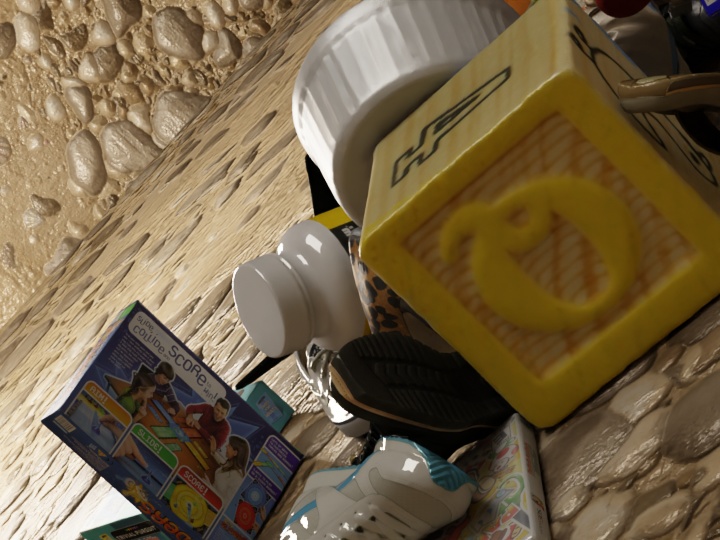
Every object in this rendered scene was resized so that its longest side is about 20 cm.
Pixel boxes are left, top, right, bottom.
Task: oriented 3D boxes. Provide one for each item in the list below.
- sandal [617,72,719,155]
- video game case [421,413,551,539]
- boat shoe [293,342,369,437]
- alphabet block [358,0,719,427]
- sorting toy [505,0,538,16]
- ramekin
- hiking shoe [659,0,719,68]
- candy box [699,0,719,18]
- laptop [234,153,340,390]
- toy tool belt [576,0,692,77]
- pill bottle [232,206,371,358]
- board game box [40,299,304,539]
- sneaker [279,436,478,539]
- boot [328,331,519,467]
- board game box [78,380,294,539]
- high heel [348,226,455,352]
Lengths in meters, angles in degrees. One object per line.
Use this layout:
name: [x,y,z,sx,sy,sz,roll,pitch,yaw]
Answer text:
sandal: [0.247,-0.100,1.362,0.200,0.054,0.080,-2,-2,-41]
video game case: [0.041,0.198,1.357,0.200,0.023,0.182,-42,15,15]
boat shoe: [-0.017,0.085,1.735,0.071,0.070,0.200,-46,14,-2]
alphabet block: [0.132,-0.046,1.436,0.196,0.195,0.200,-43,15,18]
sorting toy: [0.187,-0.236,1.723,0.180,0.107,0.200,-42,-24,12]
ramekin: [0.055,-0.113,1.593,0.200,0.200,0.098,-41,40,19]
hiking shoe: [0.266,-0.187,1.716,0.101,0.076,0.200,-53,5,4]
candy box: [0.351,-0.269,1.510,0.200,0.077,0.169,-19,-9,-45]
laptop: [-0.050,-0.013,1.901,0.200,0.116,0.187,-42,-4,22]
toy tool belt: [0.194,-0.190,1.611,0.125,0.200,0.123,-20,46,-3]
pill bottle: [0.000,0.000,1.695,0.200,0.111,0.111,-23,3,-27]
board game box: [-0.152,0.139,1.703,0.034,0.200,0.135,-30,20,46]
sneaker: [0.010,0.167,1.359,0.200,0.076,0.081,-36,24,58]
boot: [0.018,0.117,1.413,0.138,0.200,0.077,-44,57,24]
board game box: [-0.164,0.188,1.914,0.200,0.047,0.151,-25,25,55]
high heel: [0.019,0.047,1.559,0.071,0.143,0.200,-45,0,-34]
